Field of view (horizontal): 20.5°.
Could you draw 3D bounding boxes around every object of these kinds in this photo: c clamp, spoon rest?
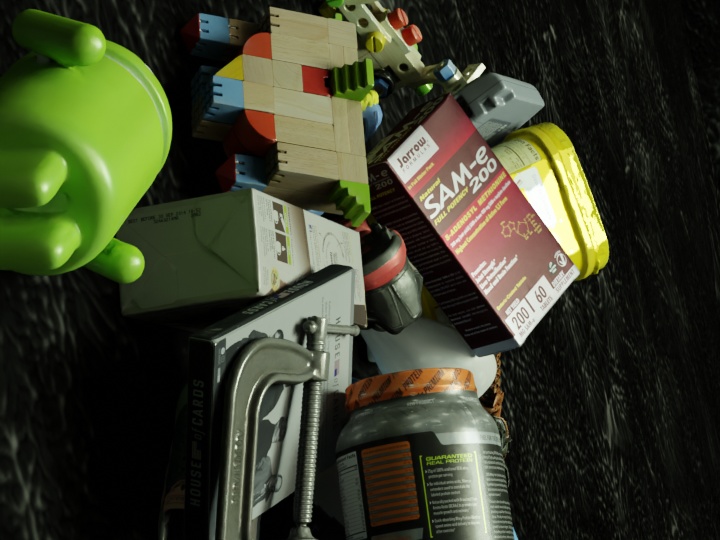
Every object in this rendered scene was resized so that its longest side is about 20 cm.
[{"bbox_3d":[-0.046,0.124,1.360,0.171,0.027,0.200,21,74,-62],"label":"c clamp"},{"bbox_3d":[0.030,0.066,1.727,0.200,0.099,0.061,26,42,-29],"label":"spoon rest"}]

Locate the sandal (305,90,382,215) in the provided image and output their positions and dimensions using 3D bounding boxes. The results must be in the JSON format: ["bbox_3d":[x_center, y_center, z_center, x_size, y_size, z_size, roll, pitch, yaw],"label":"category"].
[{"bbox_3d":[-0.037,-0.102,1.714,0.200,0.079,0.087,-39,121,-57],"label":"sandal"}]

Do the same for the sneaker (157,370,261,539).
[{"bbox_3d":[-0.110,0.150,1.413,0.082,0.070,0.200,43,41,-64],"label":"sneaker"}]

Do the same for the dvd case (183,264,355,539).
[{"bbox_3d":[-0.061,0.091,1.391,0.200,0.025,0.151,-28,124,-59],"label":"dvd case"}]

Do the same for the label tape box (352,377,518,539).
[{"bbox_3d":[0.039,0.183,1.702,0.066,0.200,0.143,-39,127,-23],"label":"label tape box"}]

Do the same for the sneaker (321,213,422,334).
[{"bbox_3d":[0.000,0.000,1.663,0.098,0.071,0.200,59,-8,-21],"label":"sneaker"}]

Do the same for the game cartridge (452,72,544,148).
[{"bbox_3d":[0.071,-0.111,1.829,0.042,0.200,0.133,57,17,8],"label":"game cartridge"}]

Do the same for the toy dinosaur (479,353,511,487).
[{"bbox_3d":[0.102,0.166,1.919,0.136,0.102,0.200,-3,84,-74],"label":"toy dinosaur"}]

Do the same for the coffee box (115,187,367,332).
[{"bbox_3d":[-0.085,0.001,1.485,0.200,0.113,0.080,19,64,-66],"label":"coffee box"}]

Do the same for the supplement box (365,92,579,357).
[{"bbox_3d":[0.089,-0.038,1.701,0.200,0.061,0.109,52,53,-14],"label":"supplement box"}]

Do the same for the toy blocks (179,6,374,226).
[{"bbox_3d":[-0.071,-0.130,1.557,0.136,0.100,0.200,8,60,-23],"label":"toy blocks"}]

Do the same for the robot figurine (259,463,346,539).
[{"bbox_3d":[-0.022,0.201,1.539,0.150,0.125,0.200,66,25,-46],"label":"robot figurine"}]

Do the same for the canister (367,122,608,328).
[{"bbox_3d":[0.109,-0.032,1.802,0.200,0.087,0.149,-24,96,-26],"label":"canister"}]

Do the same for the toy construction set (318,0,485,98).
[{"bbox_3d":[0.038,-0.228,1.851,0.200,0.131,0.092,57,27,-11],"label":"toy construction set"}]

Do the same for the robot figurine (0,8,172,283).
[{"bbox_3d":[-0.189,-0.074,1.246,0.200,0.115,0.176,-64,148,-58],"label":"robot figurine"}]

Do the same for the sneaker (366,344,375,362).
[{"bbox_3d":[0.063,0.025,1.897,0.200,0.077,0.111,-6,96,-62],"label":"sneaker"}]

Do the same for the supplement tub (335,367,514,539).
[{"bbox_3d":[0.048,0.177,1.432,0.123,0.122,0.200,23,57,-65],"label":"supplement tub"}]
